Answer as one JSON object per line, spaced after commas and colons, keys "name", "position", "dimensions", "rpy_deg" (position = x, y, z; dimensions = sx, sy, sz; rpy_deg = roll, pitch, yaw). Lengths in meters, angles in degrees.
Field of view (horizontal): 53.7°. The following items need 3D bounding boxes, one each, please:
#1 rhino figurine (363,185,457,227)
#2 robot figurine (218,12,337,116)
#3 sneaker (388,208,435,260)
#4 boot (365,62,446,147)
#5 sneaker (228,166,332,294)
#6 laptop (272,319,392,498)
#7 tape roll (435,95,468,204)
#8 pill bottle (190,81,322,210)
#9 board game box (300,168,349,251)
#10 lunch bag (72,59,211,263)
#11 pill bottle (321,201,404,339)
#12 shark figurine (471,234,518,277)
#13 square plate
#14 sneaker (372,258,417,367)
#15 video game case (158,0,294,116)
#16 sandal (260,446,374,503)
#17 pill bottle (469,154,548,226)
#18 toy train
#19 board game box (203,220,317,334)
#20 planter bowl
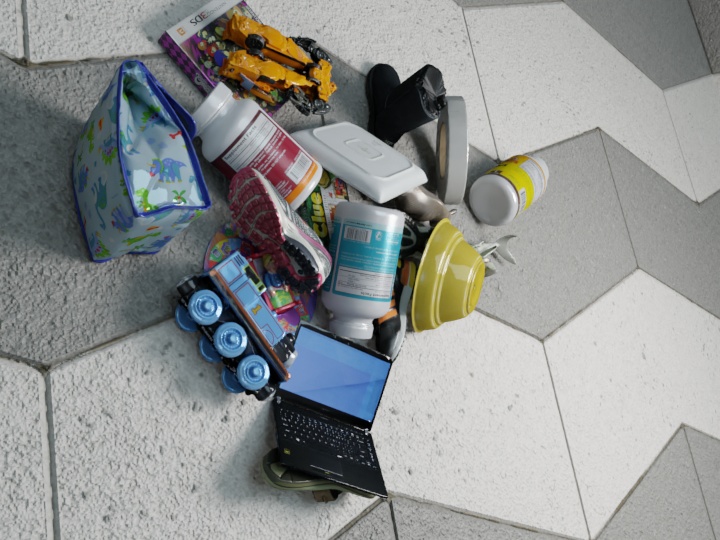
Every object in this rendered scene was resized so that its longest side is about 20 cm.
{"name": "rhino figurine", "position": [0.106, -0.116, 1.291], "dimensions": [0.199, 0.087, 0.060], "rpy_deg": [31, 55, -28]}
{"name": "robot figurine", "position": [-0.126, -0.325, 1.145], "dimensions": [0.199, 0.058, 0.147], "rpy_deg": [18, 63, -34]}
{"name": "sneaker", "position": [0.063, -0.056, 1.234], "dimensions": [0.199, 0.088, 0.078], "rpy_deg": [20, 83, -44]}
{"name": "boot", "position": [0.087, -0.331, 1.310], "dimensions": [0.076, 0.168, 0.202], "rpy_deg": [21, 59, -33]}
{"name": "sneaker", "position": [-0.117, -0.061, 1.032], "dimensions": [0.201, 0.080, 0.075], "rpy_deg": [57, 33, -12]}
{"name": "laptop", "position": [-0.027, 0.196, 1.018], "dimensions": [0.176, 0.104, 0.201], "rpy_deg": [25, 23, -25]}
{"name": "tape roll", "position": [0.169, -0.224, 1.330], "dimensions": [0.037, 0.203, 0.205], "rpy_deg": [1, 67, -1]}
{"name": "pill bottle", "position": [-0.162, -0.180, 1.066], "dimensions": [0.200, 0.113, 0.114], "rpy_deg": [42, 50, -20]}
{"name": "board game box", "position": [-0.054, -0.089, 1.180], "dimensions": [0.104, 0.023, 0.202], "rpy_deg": [2, 71, -44]}
{"name": "lunch bag", "position": [-0.288, -0.134, 0.895], "dimensions": [0.127, 0.169, 0.202], "rpy_deg": [-14, 80, -43]}
{"name": "pill bottle", "position": [0.000, 0.000, 1.100], "dimensions": [0.110, 0.110, 0.202], "rpy_deg": [7, 95, -39]}
{"name": "shark figurine", "position": [0.229, -0.009, 1.382], "dimensions": [0.214, 0.127, 0.091], "rpy_deg": [-33, 121, -61]}
{"name": "square plate", "position": [0.000, -0.192, 1.180], "dimensions": [0.199, 0.029, 0.198], "rpy_deg": [35, 30, 14]}
{"name": "sneaker", "position": [0.032, 0.065, 1.177], "dimensions": [0.089, 0.070, 0.202], "rpy_deg": [19, 62, -9]}
{"name": "video game case", "position": [-0.198, -0.338, 1.153], "dimensions": [0.200, 0.036, 0.182], "rpy_deg": [49, 49, -15]}
{"name": "sandal", "position": [-0.061, 0.289, 0.997], "dimensions": [0.200, 0.058, 0.080], "rpy_deg": [19, 25, -36]}
{"name": "pill bottle", "position": [0.318, -0.175, 1.489], "dimensions": [0.199, 0.109, 0.110], "rpy_deg": [-34, 95, -44]}
{"name": "toy train", "position": [-0.163, 0.077, 0.966], "dimensions": [0.114, 0.086, 0.201], "rpy_deg": [-41, 100, -33]}
{"name": "board game box", "position": [-0.135, 0.012, 1.057], "dimensions": [0.199, 0.039, 0.159], "rpy_deg": [32, 54, -27]}
{"name": "planter bowl", "position": [0.160, 0.019, 1.209], "dimensions": [0.201, 0.083, 0.202], "rpy_deg": [-49, 147, -48]}
